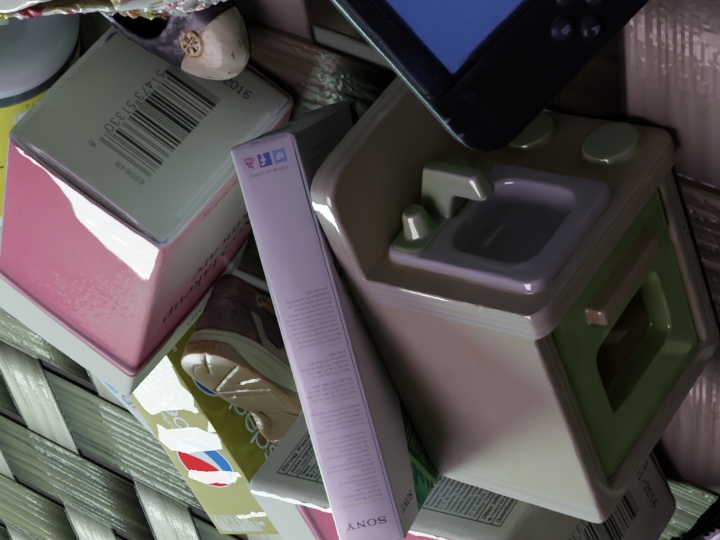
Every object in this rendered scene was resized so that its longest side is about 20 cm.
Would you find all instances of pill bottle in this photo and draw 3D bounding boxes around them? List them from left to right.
[{"bbox_3d":[-0.226,-0.097,1.092,0.112,0.112,0.200,33,150,11],"label":"pill bottle"}]

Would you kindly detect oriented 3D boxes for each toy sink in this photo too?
[{"bbox_3d":[0.083,0.000,0.862,0.112,0.131,0.201,13,140,38],"label":"toy sink"}]

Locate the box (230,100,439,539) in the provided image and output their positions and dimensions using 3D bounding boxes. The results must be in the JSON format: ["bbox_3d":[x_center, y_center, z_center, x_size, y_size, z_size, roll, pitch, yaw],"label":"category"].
[{"bbox_3d":[-0.005,0.022,0.900,0.036,0.144,0.201,-12,99,14],"label":"box"}]

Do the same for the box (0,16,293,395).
[{"bbox_3d":[-0.130,-0.038,1.048,0.109,0.128,0.200,35,151,6],"label":"box"}]

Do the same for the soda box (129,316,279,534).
[{"bbox_3d":[-0.105,0.087,1.235,0.064,0.068,0.201,-6,125,39],"label":"soda box"}]

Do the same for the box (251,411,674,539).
[{"bbox_3d":[0.059,0.131,1.053,0.199,0.128,0.109,7,138,44],"label":"box"}]

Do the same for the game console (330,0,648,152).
[{"bbox_3d":[0.066,-0.152,0.666,0.200,0.176,0.116,45,179,-29],"label":"game console"}]

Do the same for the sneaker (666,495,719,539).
[{"bbox_3d":[0.211,0.195,1.043,0.093,0.070,0.200,41,148,8],"label":"sneaker"}]

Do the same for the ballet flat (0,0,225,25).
[{"bbox_3d":[-0.133,-0.149,0.894,0.199,0.064,0.076,-5,118,21],"label":"ballet flat"}]

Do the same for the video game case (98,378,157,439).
[{"bbox_3d":[-0.162,0.066,1.339,0.200,0.018,0.143,48,150,-15],"label":"video game case"}]

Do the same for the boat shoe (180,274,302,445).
[{"bbox_3d":[-0.042,0.064,1.155,0.072,0.072,0.200,-4,152,32],"label":"boat shoe"}]

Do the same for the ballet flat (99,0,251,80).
[{"bbox_3d":[-0.142,-0.166,0.949,0.200,0.057,0.067,40,124,-1],"label":"ballet flat"}]
